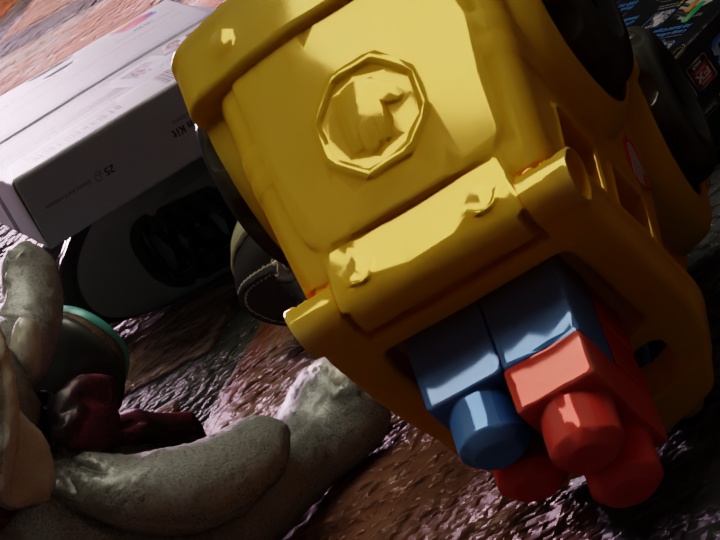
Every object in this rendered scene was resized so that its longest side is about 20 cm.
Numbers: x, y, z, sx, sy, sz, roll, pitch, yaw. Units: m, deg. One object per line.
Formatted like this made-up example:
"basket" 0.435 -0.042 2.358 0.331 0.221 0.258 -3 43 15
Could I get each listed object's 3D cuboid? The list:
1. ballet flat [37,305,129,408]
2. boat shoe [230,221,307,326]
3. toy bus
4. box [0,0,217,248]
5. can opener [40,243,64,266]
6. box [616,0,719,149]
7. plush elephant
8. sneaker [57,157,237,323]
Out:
"ballet flat" -0.166 0.069 1.188 0.069 0.068 0.200 -55 14 -25
"boat shoe" 0.001 0.000 1.036 0.201 0.071 0.066 -23 54 56
"toy bus" 0.054 0.002 0.821 0.135 0.200 0.193 -31 55 15
"box" -0.123 -0.078 1.270 0.155 0.041 0.200 -33 19 -15
"can opener" -0.140 -0.015 1.370 0.067 0.053 0.200 -21 21 35
"box" 0.100 -0.081 1.099 0.199 0.050 0.200 -46 20 -30
"plush elephant" -0.119 0.066 0.933 0.164 0.155 0.200 -19 22 41
"sneaker" -0.065 -0.036 1.255 0.199 0.074 0.079 -32 22 9
